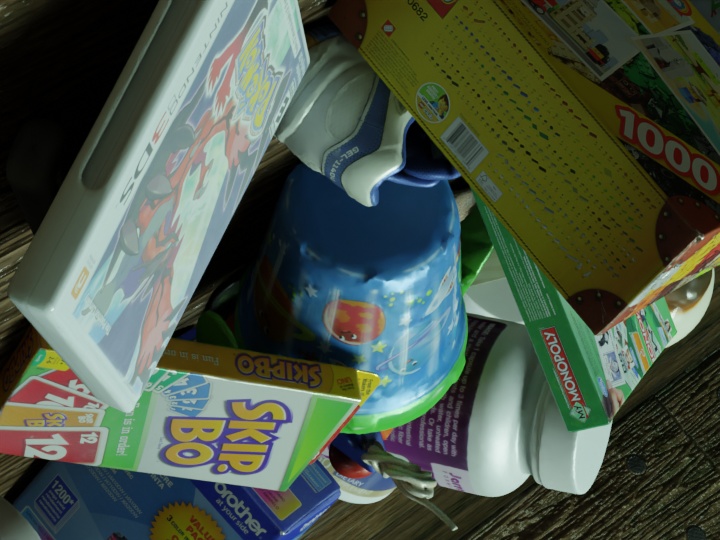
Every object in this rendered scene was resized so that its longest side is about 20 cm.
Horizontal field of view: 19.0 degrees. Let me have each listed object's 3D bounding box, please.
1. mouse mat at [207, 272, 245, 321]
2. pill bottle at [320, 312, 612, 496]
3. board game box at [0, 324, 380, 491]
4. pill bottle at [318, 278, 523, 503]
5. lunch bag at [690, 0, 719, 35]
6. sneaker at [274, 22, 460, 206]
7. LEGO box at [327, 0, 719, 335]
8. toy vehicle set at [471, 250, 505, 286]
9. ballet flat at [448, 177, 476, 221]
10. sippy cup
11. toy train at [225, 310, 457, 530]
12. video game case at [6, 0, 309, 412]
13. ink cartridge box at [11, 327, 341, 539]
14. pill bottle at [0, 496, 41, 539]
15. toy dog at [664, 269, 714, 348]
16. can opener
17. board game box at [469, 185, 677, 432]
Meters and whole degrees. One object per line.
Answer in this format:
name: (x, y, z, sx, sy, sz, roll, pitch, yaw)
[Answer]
mouse mat: (-0.029, 0.000, 1.355, 0.200, 0.008, 0.161, -33, 166, -28)
pill bottle: (0.054, 0.080, 1.357, 0.112, 0.199, 0.113, 11, 90, -69)
board game box: (-0.093, 0.073, 1.127, 0.199, 0.030, 0.096, 8, 140, -29)
pill bottle: (0.034, 0.067, 1.532, 0.200, 0.111, 0.111, -49, 165, 33)
lunch bag: (0.217, -0.097, 1.127, 0.200, 0.123, 0.171, -161, -101, -75)
sneaker: (0.029, -0.080, 1.059, 0.200, 0.088, 0.075, -27, 161, -50)
LEGO box: (0.105, -0.084, 1.003, 0.149, 0.200, 0.077, -24, 161, -52)
toy vehicle set: (0.092, -0.030, 1.368, 0.124, 0.027, 0.200, -37, -170, -28)
ballet flat: (0.097, -0.086, 1.298, 0.200, 0.068, 0.067, -36, 160, -26)
sippy cup: (0.000, 0.000, 1.182, 0.131, 0.139, 0.178, 100, 10, -56)
toy train: (0.021, 0.063, 1.265, 0.116, 0.200, 0.085, -44, 146, -19)
video game case: (-0.073, -0.043, 0.864, 0.200, 0.023, 0.183, 81, 34, -76)
ink cartridge box: (-0.107, 0.131, 1.275, 0.200, 0.137, 0.076, -48, 171, 30)
pill bottle: (-0.259, 0.202, 1.128, 0.200, 0.114, 0.114, -32, 165, -35)
toy dog: (0.201, -0.025, 1.467, 0.139, 0.194, 0.200, -40, -168, 43)
can opener: (-0.111, -0.031, 0.942, 0.200, 0.053, 0.067, 91, 18, -73)
board game box: (0.115, -0.027, 1.212, 0.029, 0.201, 0.135, -16, -168, 29)
